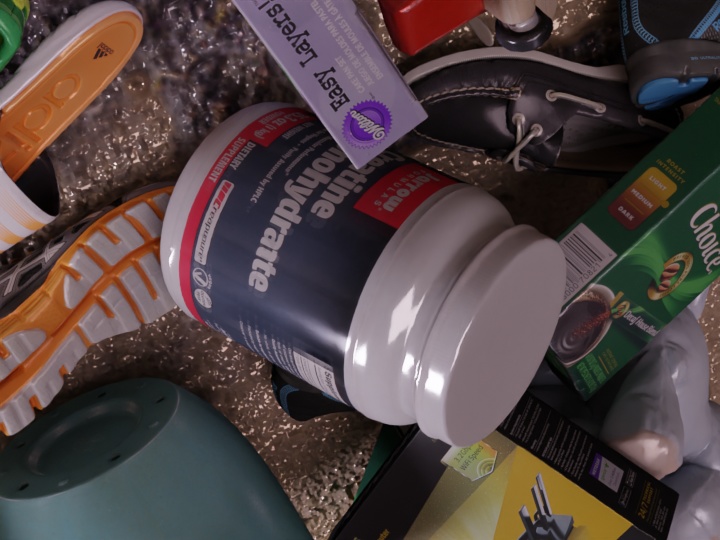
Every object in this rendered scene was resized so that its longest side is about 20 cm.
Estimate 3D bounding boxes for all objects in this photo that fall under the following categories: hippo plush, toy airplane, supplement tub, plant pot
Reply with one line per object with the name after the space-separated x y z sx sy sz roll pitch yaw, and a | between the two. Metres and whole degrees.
0.194 0.110 0.988 0.161 0.159 0.200 52 52 -31 | hippo plush
0.071 -0.222 0.785 0.199 0.141 0.201 -17 120 -57 | toy airplane
0.000 0.000 0.806 0.140 0.199 0.141 -41 145 -37 | supplement tub
-0.136 0.165 0.872 0.200 0.201 0.162 -25 112 -6 | plant pot

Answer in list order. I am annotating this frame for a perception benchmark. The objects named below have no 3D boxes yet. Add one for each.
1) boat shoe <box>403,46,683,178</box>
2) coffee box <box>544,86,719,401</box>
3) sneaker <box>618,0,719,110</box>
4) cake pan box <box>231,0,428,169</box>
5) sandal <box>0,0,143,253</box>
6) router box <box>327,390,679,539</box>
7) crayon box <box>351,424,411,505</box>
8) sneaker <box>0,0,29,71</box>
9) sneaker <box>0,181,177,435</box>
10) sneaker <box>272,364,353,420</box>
0.115 -0.090 0.891 0.199 0.061 0.074 3 146 -24 | boat shoe
0.185 -0.019 0.879 0.200 0.044 0.123 -42 147 -3 | coffee box
0.243 -0.150 0.907 0.199 0.073 0.082 -4 75 -38 | sneaker
-0.056 -0.163 0.724 0.052 0.184 0.200 -36 125 4 | cake pan box
-0.187 -0.060 0.788 0.207 0.059 0.079 -45 160 6 | sandal
0.079 0.169 0.905 0.157 0.052 0.200 34 128 1 | router box
0.087 0.201 1.048 0.199 0.058 0.173 9 113 -24 | crayon box
-0.259 -0.089 0.749 0.200 0.084 0.074 -40 123 4 | sneaker
-0.176 0.010 0.843 0.200 0.077 0.078 -39 130 -18 | sneaker
0.034 0.045 0.942 0.199 0.073 0.082 -10 146 -17 | sneaker
